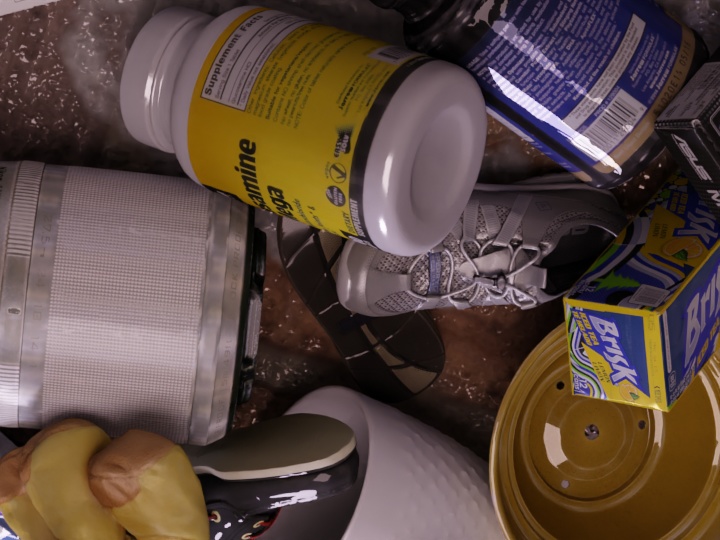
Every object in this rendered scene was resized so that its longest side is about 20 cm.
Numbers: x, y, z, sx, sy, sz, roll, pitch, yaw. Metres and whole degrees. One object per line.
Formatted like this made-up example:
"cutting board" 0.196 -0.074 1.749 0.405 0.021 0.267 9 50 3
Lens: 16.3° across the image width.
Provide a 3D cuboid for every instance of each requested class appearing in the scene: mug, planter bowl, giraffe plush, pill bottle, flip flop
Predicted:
"mug" 0.038 0.183 1.586 0.175 0.200 0.148 27 99 -29
"planter bowl" 0.160 0.110 1.599 0.199 0.083 0.202 -3 98 -18
"giraffe plush" -0.157 0.208 1.456 0.200 0.162 0.172 47 144 -11
"pill bottle" 0.097 -0.144 1.466 0.199 0.112 0.112 34 112 -18
"pill bottle" -0.036 -0.088 1.452 0.199 0.112 0.113 19 122 29
"flip flop" 0.000 0.000 1.575 0.081 0.058 0.201 -24 131 3

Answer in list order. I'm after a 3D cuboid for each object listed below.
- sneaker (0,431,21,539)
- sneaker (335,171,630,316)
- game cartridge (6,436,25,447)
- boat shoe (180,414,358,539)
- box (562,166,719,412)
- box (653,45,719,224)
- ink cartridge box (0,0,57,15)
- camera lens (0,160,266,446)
"sneaker" -0.254 0.183 1.587 0.146 0.081 0.200 -44 118 6
"sneaker" 0.080 -0.013 1.513 0.199 0.082 0.075 -16 122 -21
"game cartridge" -0.205 0.189 1.676 0.199 0.038 0.130 24 110 -13
"boat shoe" -0.073 0.133 1.554 0.200 0.074 0.063 -12 105 41
"box" 0.192 0.002 1.494 0.064 0.200 0.071 9 123 30
"box" 0.288 -0.080 1.482 0.200 0.047 0.193 -47 113 -21
"ink cartridge box" -0.161 -0.242 1.454 0.198 0.050 0.163 -11 118 14
"camera lens" -0.160 0.019 1.517 0.198 0.160 0.161 6 117 -4
